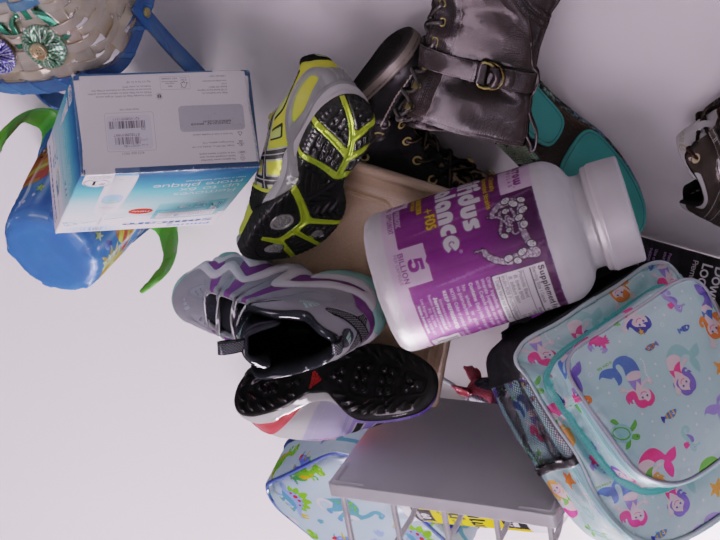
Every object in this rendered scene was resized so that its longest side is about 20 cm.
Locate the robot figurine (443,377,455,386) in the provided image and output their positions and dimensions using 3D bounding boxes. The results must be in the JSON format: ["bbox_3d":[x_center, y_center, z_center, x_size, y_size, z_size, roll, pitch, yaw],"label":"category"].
[{"bbox_3d":[-0.002,0.048,1.531,0.200,0.113,0.170,38,176,-12],"label":"robot figurine"}]

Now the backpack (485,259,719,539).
[{"bbox_3d":[0.216,0.109,1.297,0.201,0.177,0.150,62,160,-4],"label":"backpack"}]

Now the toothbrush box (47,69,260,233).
[{"bbox_3d":[-0.177,-0.096,1.406,0.145,0.086,0.200,-4,170,-18],"label":"toothbrush box"}]

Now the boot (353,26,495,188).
[{"bbox_3d":[0.050,-0.101,1.384,0.150,0.073,0.200,34,142,-5],"label":"boot"}]

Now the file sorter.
[{"bbox_3d":[0.100,0.200,1.426,0.199,0.139,0.125,4,122,27],"label":"file sorter"}]

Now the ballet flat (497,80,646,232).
[{"bbox_3d":[0.150,-0.098,1.352,0.074,0.074,0.200,-25,115,43],"label":"ballet flat"}]

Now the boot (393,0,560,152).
[{"bbox_3d":[0.060,-0.187,1.247,0.199,0.069,0.175,21,113,4],"label":"boot"}]

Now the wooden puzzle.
[{"bbox_3d":[0.000,0.000,1.417,0.184,0.037,0.201,19,118,20],"label":"wooden puzzle"}]

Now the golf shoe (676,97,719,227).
[{"bbox_3d":[0.281,-0.102,1.258,0.094,0.078,0.201,13,136,16],"label":"golf shoe"}]

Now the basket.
[{"bbox_3d":[-0.241,-0.200,1.395,0.175,0.140,0.200,-3,150,31],"label":"basket"}]

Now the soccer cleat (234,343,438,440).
[{"bbox_3d":[-0.011,0.109,1.422,0.199,0.069,0.073,-8,145,34],"label":"soccer cleat"}]

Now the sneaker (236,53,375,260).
[{"bbox_3d":[-0.047,-0.086,1.354,0.075,0.077,0.200,2,138,-31],"label":"sneaker"}]

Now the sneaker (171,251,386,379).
[{"bbox_3d":[-0.091,0.041,1.374,0.199,0.140,0.078,0,109,26],"label":"sneaker"}]

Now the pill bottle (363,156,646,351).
[{"bbox_3d":[0.111,-0.018,1.288,0.199,0.113,0.113,-18,126,9],"label":"pill bottle"}]

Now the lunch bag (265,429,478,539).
[{"bbox_3d":[0.017,0.238,1.738,0.200,0.083,0.160,43,138,-16],"label":"lunch bag"}]

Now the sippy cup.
[{"bbox_3d":[-0.256,-0.057,1.550,0.177,0.131,0.140,18,139,10],"label":"sippy cup"}]

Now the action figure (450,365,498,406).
[{"bbox_3d":[0.172,0.134,1.475,0.199,0.135,0.149,20,169,4],"label":"action figure"}]

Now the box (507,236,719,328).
[{"bbox_3d":[0.226,0.044,1.398,0.199,0.144,0.036,16,-179,11],"label":"box"}]

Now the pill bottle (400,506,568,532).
[{"bbox_3d":[0.140,0.189,1.601,0.199,0.112,0.112,1,132,27],"label":"pill bottle"}]
